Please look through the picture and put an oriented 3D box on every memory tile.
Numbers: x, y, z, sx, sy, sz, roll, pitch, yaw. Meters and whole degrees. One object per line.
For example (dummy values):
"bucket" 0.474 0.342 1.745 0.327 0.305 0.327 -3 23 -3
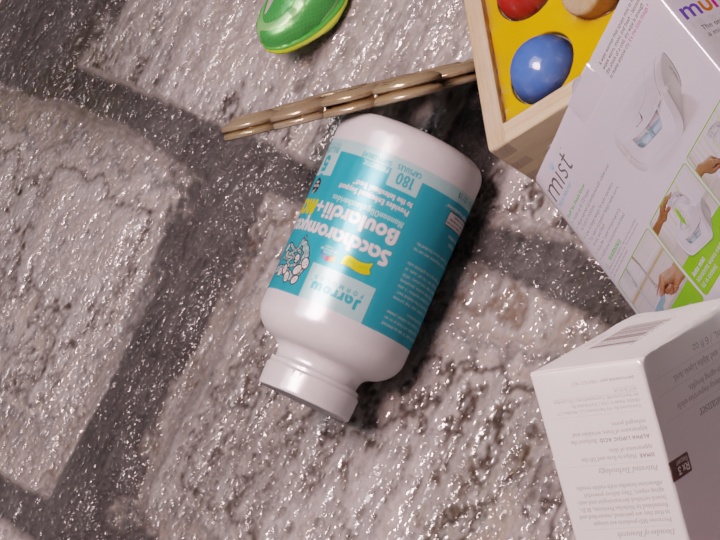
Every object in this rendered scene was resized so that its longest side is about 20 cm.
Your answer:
"memory tile" 0.009 -0.127 1.652 0.199 0.153 0.017 -10 96 41

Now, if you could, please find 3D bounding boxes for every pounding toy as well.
"pounding toy" 0.165 -0.186 1.513 0.199 0.142 0.185 -31 49 31

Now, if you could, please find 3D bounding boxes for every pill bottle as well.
"pill bottle" 0.000 0.000 1.604 0.110 0.110 0.201 15 80 49

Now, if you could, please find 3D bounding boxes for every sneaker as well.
"sneaker" -0.032 -0.265 1.808 0.074 0.083 0.201 34 95 49

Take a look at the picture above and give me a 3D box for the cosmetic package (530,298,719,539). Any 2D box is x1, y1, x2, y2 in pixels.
"cosmetic package" 0.177 0.130 1.274 0.081 0.113 0.202 -11 100 42

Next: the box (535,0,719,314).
"box" 0.206 -0.061 1.318 0.177 0.096 0.201 54 150 23
